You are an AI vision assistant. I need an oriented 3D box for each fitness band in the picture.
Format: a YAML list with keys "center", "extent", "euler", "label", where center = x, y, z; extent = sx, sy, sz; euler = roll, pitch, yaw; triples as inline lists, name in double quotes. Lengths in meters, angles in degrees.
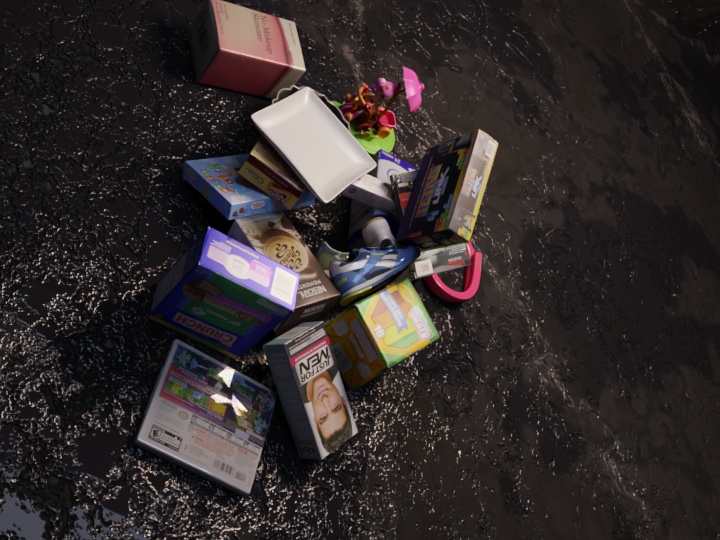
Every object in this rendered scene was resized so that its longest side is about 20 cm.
- center: [0.195, -0.020, 1.840]
  extent: [0.142, 0.037, 0.203]
  euler: [29, 48, -20]
  label: "fitness band"

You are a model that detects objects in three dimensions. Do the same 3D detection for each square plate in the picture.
- center: [-0.083, -0.224, 1.525]
  extent: [0.199, 0.028, 0.200]
  euler: [48, 38, 0]
  label: "square plate"

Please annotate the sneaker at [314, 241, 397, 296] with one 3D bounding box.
- center: [0.000, 0.000, 1.584]
  extent: [0.197, 0.067, 0.092]
  euler: [13, 59, -28]
  label: "sneaker"

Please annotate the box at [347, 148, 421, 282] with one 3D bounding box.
- center: [0.078, -0.112, 1.747]
  extent: [0.182, 0.105, 0.203]
  euler: [24, 52, -26]
  label: "box"

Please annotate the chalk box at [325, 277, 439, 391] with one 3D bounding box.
- center: [0.047, 0.105, 1.517]
  extent: [0.199, 0.123, 0.126]
  euler: [-26, 82, -45]
  label: "chalk box"

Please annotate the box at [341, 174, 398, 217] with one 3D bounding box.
- center: [0.053, -0.139, 1.641]
  extent: [0.197, 0.039, 0.042]
  euler: [21, 52, -28]
  label: "box"

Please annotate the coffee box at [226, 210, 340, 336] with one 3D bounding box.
- center: [-0.140, 0.001, 1.481]
  extent: [0.112, 0.080, 0.201]
  euler: [-15, 60, -44]
  label: "coffee box"

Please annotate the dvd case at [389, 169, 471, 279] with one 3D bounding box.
- center: [0.136, -0.096, 1.647]
  extent: [0.144, 0.022, 0.204]
  euler: [-14, 90, -32]
  label: "dvd case"

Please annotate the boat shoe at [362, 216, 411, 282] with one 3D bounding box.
- center: [0.058, -0.012, 1.637]
  extent: [0.070, 0.070, 0.201]
  euler: [61, 2, 43]
  label: "boat shoe"

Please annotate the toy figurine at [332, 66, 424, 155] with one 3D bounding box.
- center: [0.044, -0.363, 1.814]
  extent: [0.197, 0.184, 0.153]
  euler: [9, 59, -35]
  label: "toy figurine"

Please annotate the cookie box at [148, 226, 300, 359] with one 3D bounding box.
- center: [-0.216, 0.042, 1.339]
  extent: [0.169, 0.199, 0.076]
  euler: [28, 51, -22]
  label: "cookie box"

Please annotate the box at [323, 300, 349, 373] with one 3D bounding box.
- center: [-0.030, 0.110, 1.567]
  extent: [0.198, 0.040, 0.138]
  euler: [-22, 79, -45]
  label: "box"

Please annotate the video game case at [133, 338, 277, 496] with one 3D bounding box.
- center: [-0.237, 0.230, 1.335]
  extent: [0.198, 0.023, 0.185]
  euler: [31, 49, -20]
  label: "video game case"

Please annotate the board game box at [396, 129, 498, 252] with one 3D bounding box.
- center: [0.157, -0.142, 1.556]
  extent: [0.056, 0.164, 0.203]
  euler: [28, 69, -27]
  label: "board game box"

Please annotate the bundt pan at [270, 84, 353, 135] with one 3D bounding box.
- center: [-0.111, -0.263, 1.699]
  extent: [0.199, 0.076, 0.205]
  euler: [21, 52, -30]
  label: "bundt pan"

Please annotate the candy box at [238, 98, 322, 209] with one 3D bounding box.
- center: [-0.132, -0.213, 1.539]
  extent: [0.115, 0.055, 0.202]
  euler: [35, 41, -12]
  label: "candy box"

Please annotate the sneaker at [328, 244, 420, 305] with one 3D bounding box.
- center: [0.027, -0.012, 1.521]
  extent: [0.198, 0.074, 0.083]
  euler: [-26, 76, -36]
  label: "sneaker"

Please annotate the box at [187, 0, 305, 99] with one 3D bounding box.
- center: [-0.225, -0.434, 1.685]
  extent: [0.197, 0.109, 0.130]
  euler: [4, 62, -38]
  label: "box"

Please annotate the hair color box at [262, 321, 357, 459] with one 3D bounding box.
- center: [-0.081, 0.198, 1.410]
  extent: [0.098, 0.060, 0.204]
  euler: [-27, 105, -45]
  label: "hair color box"

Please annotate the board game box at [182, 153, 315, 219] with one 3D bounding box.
- center: [-0.199, -0.157, 1.544]
  extent: [0.198, 0.037, 0.151]
  euler: [-16, 45, -43]
  label: "board game box"
